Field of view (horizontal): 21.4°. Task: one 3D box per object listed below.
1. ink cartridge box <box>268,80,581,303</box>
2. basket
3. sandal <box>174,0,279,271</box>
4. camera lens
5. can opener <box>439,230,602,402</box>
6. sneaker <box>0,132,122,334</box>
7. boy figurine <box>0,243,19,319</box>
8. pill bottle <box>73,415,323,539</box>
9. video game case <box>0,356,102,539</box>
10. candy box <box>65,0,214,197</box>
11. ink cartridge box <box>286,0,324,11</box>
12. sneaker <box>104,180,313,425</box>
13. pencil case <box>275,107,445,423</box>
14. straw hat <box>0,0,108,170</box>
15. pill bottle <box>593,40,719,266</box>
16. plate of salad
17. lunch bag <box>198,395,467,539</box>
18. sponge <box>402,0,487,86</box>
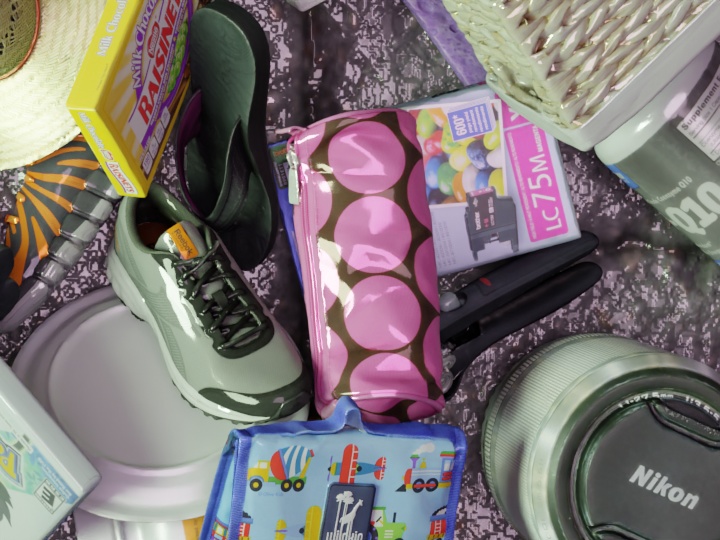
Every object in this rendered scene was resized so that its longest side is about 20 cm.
[{"bbox_3d":[0.041,-0.055,1.303,0.198,0.042,0.121,-15,99,3],"label":"ink cartridge box"},{"bbox_3d":[0.154,-0.197,1.193,0.200,0.136,0.124,-42,119,-3],"label":"basket"},{"bbox_3d":[-0.095,-0.081,1.242,0.048,0.075,0.202,-37,140,-36],"label":"sandal"},{"bbox_3d":[0.171,0.127,1.270,0.158,0.200,0.162,-1,94,-9],"label":"camera lens"},{"bbox_3d":[0.085,0.027,1.311,0.199,0.079,0.064,-30,137,-15],"label":"can opener"},{"bbox_3d":[-0.215,-0.063,1.262,0.112,0.078,0.201,34,77,-6],"label":"sneaker"},{"bbox_3d":[-0.309,-0.026,1.216,0.199,0.125,0.064,33,59,23],"label":"boy figurine"},{"bbox_3d":[-0.089,0.167,1.273,0.198,0.111,0.112,-11,96,-9],"label":"pill bottle"},{"bbox_3d":[-0.262,0.094,1.196,0.200,0.182,0.022,48,50,3],"label":"video game case"},{"bbox_3d":[-0.129,-0.158,1.214,0.026,0.102,0.202,8,64,21],"label":"candy box"},{"bbox_3d":[0.006,-0.295,1.251,0.199,0.045,0.177,-29,110,-6],"label":"ink cartridge box"},{"bbox_3d":[-0.102,0.021,1.220,0.074,0.080,0.200,-26,55,-28],"label":"sneaker"},{"bbox_3d":[0.000,0.000,1.226,0.093,0.090,0.202,-1,78,-38],"label":"pencil case"},{"bbox_3d":[-0.247,-0.168,1.193,0.199,0.085,0.203,-1,87,20],"label":"straw hat"},{"bbox_3d":[0.232,-0.091,1.310,0.200,0.114,0.114,40,87,-10],"label":"pill bottle"},{"bbox_3d":[-0.132,0.086,1.244,0.198,0.201,0.048,-5,139,-9],"label":"plate of salad"},{"bbox_3d":[-0.021,0.168,1.179,0.149,0.094,0.202,2,113,-20],"label":"lunch bag"},{"bbox_3d":[0.125,-0.221,1.326,0.200,0.030,0.112,-40,98,-4],"label":"sponge"}]
